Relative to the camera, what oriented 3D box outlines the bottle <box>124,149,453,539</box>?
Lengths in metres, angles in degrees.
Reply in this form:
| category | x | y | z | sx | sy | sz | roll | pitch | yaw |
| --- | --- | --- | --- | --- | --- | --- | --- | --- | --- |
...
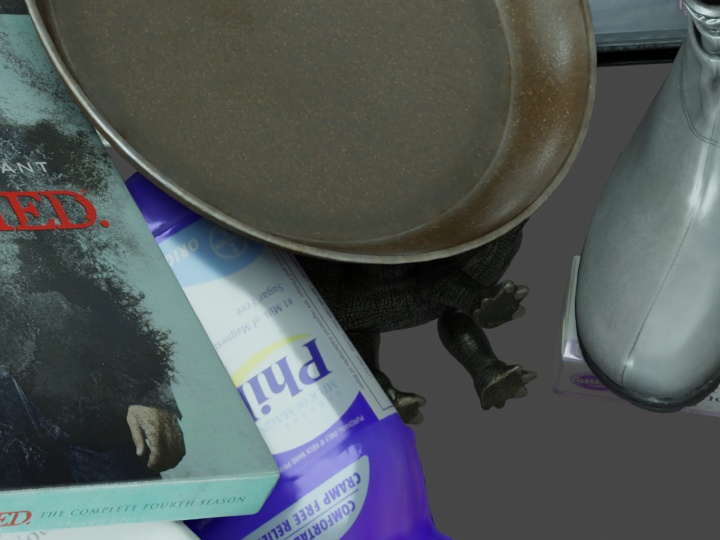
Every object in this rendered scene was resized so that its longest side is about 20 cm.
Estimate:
| category | x | y | z | sx | sy | sz | roll | pitch | yaw |
| --- | --- | --- | --- | --- | --- | --- | --- | --- | --- |
| bottle | -0.025 | 0.062 | 0.932 | 0.083 | 0.065 | 0.201 | -33 | 82 | -2 |

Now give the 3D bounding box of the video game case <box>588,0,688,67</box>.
| category | x | y | z | sx | sy | sz | roll | pitch | yaw |
| --- | --- | --- | --- | --- | --- | --- | --- | --- | --- |
| video game case | 0.079 | -0.138 | 1.062 | 0.199 | 0.019 | 0.144 | -3 | 67 | 14 |

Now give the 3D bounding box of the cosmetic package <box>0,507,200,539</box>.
| category | x | y | z | sx | sy | sz | roll | pitch | yaw |
| --- | --- | --- | --- | --- | --- | --- | --- | --- | --- |
| cosmetic package | -0.134 | 0.124 | 0.900 | 0.200 | 0.165 | 0.165 | 42 | 73 | 15 |

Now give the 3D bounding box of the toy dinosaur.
| category | x | y | z | sx | sy | sz | roll | pitch | yaw |
| --- | --- | --- | --- | --- | --- | --- | --- | --- | --- |
| toy dinosaur | 0.000 | 0.000 | 1.013 | 0.199 | 0.077 | 0.103 | -27 | 54 | 4 |

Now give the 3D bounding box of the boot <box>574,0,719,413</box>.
| category | x | y | z | sx | sy | sz | roll | pitch | yaw |
| --- | --- | --- | --- | --- | --- | --- | --- | --- | --- |
| boot | 0.113 | -0.062 | 0.943 | 0.069 | 0.132 | 0.201 | 20 | 80 | 17 |

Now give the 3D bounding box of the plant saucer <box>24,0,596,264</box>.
| category | x | y | z | sx | sy | sz | roll | pitch | yaw |
| --- | --- | --- | --- | --- | --- | --- | --- | --- | --- |
| plant saucer | -0.020 | -0.085 | 0.948 | 0.199 | 0.032 | 0.201 | 14 | 57 | -22 |

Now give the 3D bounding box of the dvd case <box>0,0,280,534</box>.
| category | x | y | z | sx | sy | sz | roll | pitch | yaw |
| --- | --- | --- | --- | --- | --- | --- | --- | --- | --- |
| dvd case | -0.124 | -0.008 | 0.855 | 0.145 | 0.022 | 0.200 | 0 | 46 | -38 |

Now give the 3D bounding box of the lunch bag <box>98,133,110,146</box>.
| category | x | y | z | sx | sy | sz | roll | pitch | yaw |
| --- | --- | --- | --- | --- | --- | --- | --- | --- | --- |
| lunch bag | -0.159 | -0.136 | 1.031 | 0.199 | 0.118 | 0.165 | 1 | 72 | 8 |

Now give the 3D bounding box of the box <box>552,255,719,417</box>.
| category | x | y | z | sx | sy | sz | roll | pitch | yaw |
| --- | --- | --- | --- | --- | --- | --- | --- | --- | --- |
| box | 0.165 | 0.032 | 1.012 | 0.199 | 0.041 | 0.039 | 8 | 68 | 1 |
